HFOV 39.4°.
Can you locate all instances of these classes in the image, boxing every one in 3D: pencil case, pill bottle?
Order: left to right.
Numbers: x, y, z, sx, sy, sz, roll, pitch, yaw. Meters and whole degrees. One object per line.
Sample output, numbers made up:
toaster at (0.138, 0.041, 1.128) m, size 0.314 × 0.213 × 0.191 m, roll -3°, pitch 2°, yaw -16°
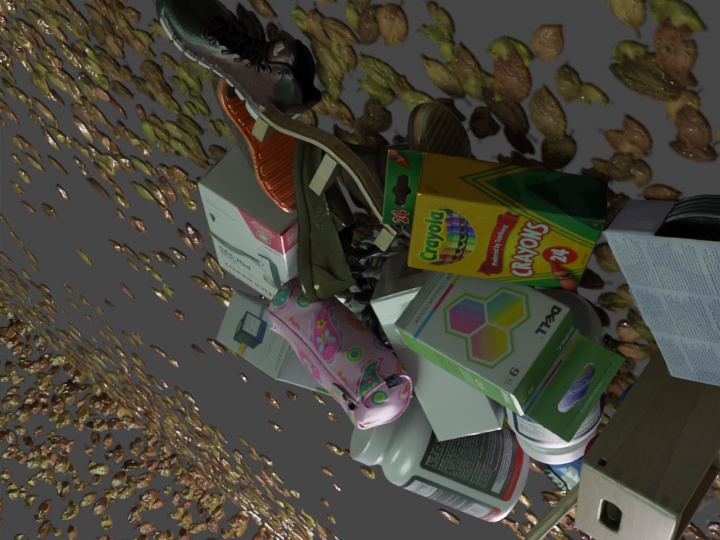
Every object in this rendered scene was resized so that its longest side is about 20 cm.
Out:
pencil case at (-0.026, 0.092, 1.139) m, size 0.200 × 0.087 × 0.088 m, roll 46°, pitch 161°, yaw 34°
pill bottle at (0.097, 0.222, 1.236) m, size 0.199 × 0.116 × 0.116 m, roll 24°, pitch 158°, yaw -11°
pill bottle at (0.207, 0.121, 1.097) m, size 0.115 × 0.116 × 0.200 m, roll 26°, pitch 151°, yaw 31°

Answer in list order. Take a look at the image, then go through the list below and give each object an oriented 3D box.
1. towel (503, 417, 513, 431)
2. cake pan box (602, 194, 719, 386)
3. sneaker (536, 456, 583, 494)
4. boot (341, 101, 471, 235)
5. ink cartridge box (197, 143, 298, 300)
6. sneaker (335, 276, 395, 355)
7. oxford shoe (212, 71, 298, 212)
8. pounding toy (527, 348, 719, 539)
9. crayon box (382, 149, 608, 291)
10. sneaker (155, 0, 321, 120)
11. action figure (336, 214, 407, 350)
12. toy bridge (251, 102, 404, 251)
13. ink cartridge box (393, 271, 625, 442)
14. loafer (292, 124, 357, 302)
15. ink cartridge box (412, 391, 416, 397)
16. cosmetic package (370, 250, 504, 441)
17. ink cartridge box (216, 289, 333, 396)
towel at (0.150, 0.172, 1.278) m, size 0.143 × 0.023 × 0.201 m, roll -8°, pitch 127°, yaw 14°
cake pan box at (0.321, 0.026, 0.856) m, size 0.184 × 0.052 × 0.200 m, roll 5°, pitch 137°, yaw 49°
sneaker at (0.302, 0.254, 1.248) m, size 0.200 × 0.076 × 0.077 m, roll 37°, pitch 129°, yaw 15°
boot at (0.034, -0.106, 1.032) m, size 0.166 × 0.072 × 0.200 m, roll 22°, pitch 152°, yaw 32°
ink cartridge box at (-0.126, -0.051, 1.344) m, size 0.145 × 0.085 × 0.200 m, roll 32°, pitch 156°, yaw 20°
sneaker at (0.003, 0.056, 1.301) m, size 0.199 × 0.076 × 0.088 m, roll 27°, pitch 110°, yaw 21°
oxford shoe at (-0.114, -0.159, 1.191) m, size 0.073 × 0.071 × 0.200 m, roll 41°, pitch 160°, yaw 54°
pounding toy at (0.282, 0.211, 1.049) m, size 0.142 × 0.184 × 0.200 m, roll 29°, pitch 152°, yaw 26°
crayon box at (0.117, -0.045, 0.935) m, size 0.199 × 0.051 × 0.127 m, roll 9°, pitch 150°, yaw 4°
sneaker at (-0.114, -0.239, 1.052) m, size 0.200 × 0.076 × 0.115 m, roll 41°, pitch 152°, yaw -24°
action figure at (0.000, 0.000, 1.227) m, size 0.119 × 0.102 × 0.201 m, roll 175°, pitch 80°, yaw -74°
toy bridge at (-0.032, -0.107, 1.046) m, size 0.200 × 0.027 × 0.067 m, roll 42°, pitch 145°, yaw 5°
ink cartridge box at (0.143, 0.069, 0.983) m, size 0.200 × 0.104 × 0.059 m, roll 30°, pitch 165°, yaw 32°
loafer at (-0.038, -0.065, 1.133) m, size 0.067 × 0.201 × 0.076 m, roll -3°, pitch 178°, yaw 3°
ink cartridge box at (0.077, 0.138, 1.359) m, size 0.147 × 0.076 × 0.200 m, roll 29°, pitch 153°, yaw 26°
cosmetic package at (0.096, 0.081, 1.146) m, size 0.085 × 0.108 × 0.201 m, roll -16°, pitch 114°, yaw 22°
ink cartridge box at (-0.096, 0.107, 1.454) m, size 0.145 × 0.088 × 0.200 m, roll 22°, pitch -178°, yaw -36°
